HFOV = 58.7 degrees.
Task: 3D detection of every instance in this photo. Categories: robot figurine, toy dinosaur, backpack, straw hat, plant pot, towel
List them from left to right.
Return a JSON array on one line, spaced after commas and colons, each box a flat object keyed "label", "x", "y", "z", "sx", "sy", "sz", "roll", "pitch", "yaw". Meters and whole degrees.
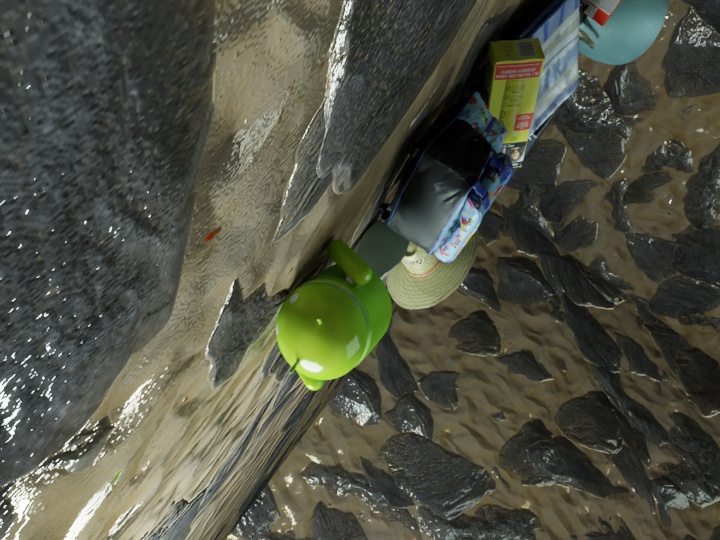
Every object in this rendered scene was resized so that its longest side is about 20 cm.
[{"label": "robot figurine", "x": -0.030, "y": 0.059, "z": 0.786, "sx": 0.178, "sy": 0.114, "sz": 0.200, "roll": -64, "pitch": 169, "yaw": 21}, {"label": "straw hat", "x": 0.102, "y": -0.044, "z": 1.091, "sx": 0.202, "sy": 0.200, "sz": 0.085, "roll": -53, "pitch": 129, "yaw": -9}, {"label": "backpack", "x": 0.138, "y": -0.141, "z": 0.906, "sx": 0.201, "sy": 0.133, "sz": 0.183, "roll": -52, "pitch": 174, "yaw": -34}, {"label": "towel", "x": 0.298, "y": -0.322, "z": 0.997, "sx": 0.147, "sy": 0.024, "sz": 0.201, "roll": -45, "pitch": 147, "yaw": -13}, {"label": "toy dinosaur", "x": 0.332, "y": -0.414, "z": 1.079, "sx": 0.196, "sy": 0.048, "sz": 0.089, "roll": -12, "pitch": 141, "yaw": -23}, {"label": "plant pot", "x": 0.440, "y": -0.489, "z": 1.179, "sx": 0.132, "sy": 0.203, "sz": 0.201, "roll": -6, "pitch": 147, "yaw": -26}]

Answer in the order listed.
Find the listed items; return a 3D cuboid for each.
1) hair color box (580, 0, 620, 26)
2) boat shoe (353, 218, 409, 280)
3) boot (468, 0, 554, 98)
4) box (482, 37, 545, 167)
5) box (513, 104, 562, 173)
[{"label": "hair color box", "x": 0.425, "y": -0.532, "z": 1.067, "sx": 0.202, "sy": 0.110, "sz": 0.064, "roll": -55, "pitch": 173, "yaw": 9}, {"label": "boat shoe", "x": 0.000, "y": 0.001, "z": 0.964, "sx": 0.202, "sy": 0.070, "sz": 0.071, "roll": -54, "pitch": -168, "yaw": -15}, {"label": "boot", "x": 0.267, "y": -0.331, "z": 1.035, "sx": 0.202, "sy": 0.065, "sz": 0.164, "roll": -57, "pitch": 156, "yaw": 3}, {"label": "box", "x": 0.218, "y": -0.241, "z": 0.950, "sx": 0.202, "sy": 0.073, "sz": 0.051, "roll": 87, "pitch": -1, "yaw": -53}, {"label": "box", "x": 0.391, "y": -0.366, "z": 1.535, "sx": 0.198, "sy": 0.123, "sz": 0.201, "roll": -53, "pitch": 173, "yaw": -19}]
